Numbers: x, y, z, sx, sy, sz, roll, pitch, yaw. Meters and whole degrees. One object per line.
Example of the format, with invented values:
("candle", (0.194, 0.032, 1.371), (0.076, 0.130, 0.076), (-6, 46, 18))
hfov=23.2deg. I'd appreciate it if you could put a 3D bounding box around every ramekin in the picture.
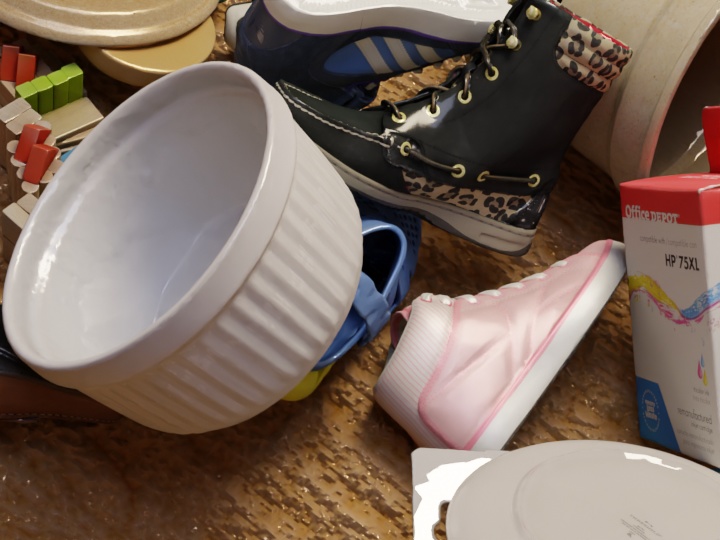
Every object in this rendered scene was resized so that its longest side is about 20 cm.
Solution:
("ramekin", (-0.091, -0.005, 0.970), (0.105, 0.200, 0.201), (41, 41, -36))

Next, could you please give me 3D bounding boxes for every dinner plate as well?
("dinner plate", (0.144, 0.140, 0.915), (0.199, 0.024, 0.200), (6, 29, -3))

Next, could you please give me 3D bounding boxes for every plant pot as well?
("plant pot", (0.177, -0.155, 1.183), (0.183, 0.201, 0.200), (33, 53, 29))

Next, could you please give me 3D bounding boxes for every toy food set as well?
("toy food set", (-0.188, -0.206, 1.211), (0.199, 0.049, 0.198), (12, 40, -5))

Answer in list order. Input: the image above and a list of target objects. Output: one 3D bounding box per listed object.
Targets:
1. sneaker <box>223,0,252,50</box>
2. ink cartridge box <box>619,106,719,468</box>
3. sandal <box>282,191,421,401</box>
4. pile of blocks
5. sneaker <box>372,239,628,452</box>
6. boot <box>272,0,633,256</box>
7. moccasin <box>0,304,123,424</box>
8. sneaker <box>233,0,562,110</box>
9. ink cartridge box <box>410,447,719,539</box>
("sneaker", (-0.024, -0.213, 1.248), (0.087, 0.076, 0.200), (28, 53, 11))
("ink cartridge box", (0.208, 0.005, 1.034), (0.067, 0.116, 0.201), (-7, 95, -15))
("sandal", (0.000, 0.000, 1.058), (0.079, 0.087, 0.200), (44, 35, -10))
("pile of blocks", (-0.196, -0.081, 1.124), (0.082, 0.062, 0.201), (-6, 55, -15))
("sneaker", (0.083, 0.031, 1.079), (0.105, 0.075, 0.200), (35, 59, 10))
("boot", (0.053, -0.110, 1.058), (0.203, 0.154, 0.074), (24, 18, -25))
("moccasin", (-0.228, 0.065, 1.000), (0.201, 0.078, 0.074), (5, 33, -30))
("sneaker", (0.017, -0.149, 1.138), (0.199, 0.147, 0.081), (-5, 66, -18))
("ink cartridge box", (0.122, 0.169, 0.985), (0.199, 0.068, 0.115), (6, 50, -6))
